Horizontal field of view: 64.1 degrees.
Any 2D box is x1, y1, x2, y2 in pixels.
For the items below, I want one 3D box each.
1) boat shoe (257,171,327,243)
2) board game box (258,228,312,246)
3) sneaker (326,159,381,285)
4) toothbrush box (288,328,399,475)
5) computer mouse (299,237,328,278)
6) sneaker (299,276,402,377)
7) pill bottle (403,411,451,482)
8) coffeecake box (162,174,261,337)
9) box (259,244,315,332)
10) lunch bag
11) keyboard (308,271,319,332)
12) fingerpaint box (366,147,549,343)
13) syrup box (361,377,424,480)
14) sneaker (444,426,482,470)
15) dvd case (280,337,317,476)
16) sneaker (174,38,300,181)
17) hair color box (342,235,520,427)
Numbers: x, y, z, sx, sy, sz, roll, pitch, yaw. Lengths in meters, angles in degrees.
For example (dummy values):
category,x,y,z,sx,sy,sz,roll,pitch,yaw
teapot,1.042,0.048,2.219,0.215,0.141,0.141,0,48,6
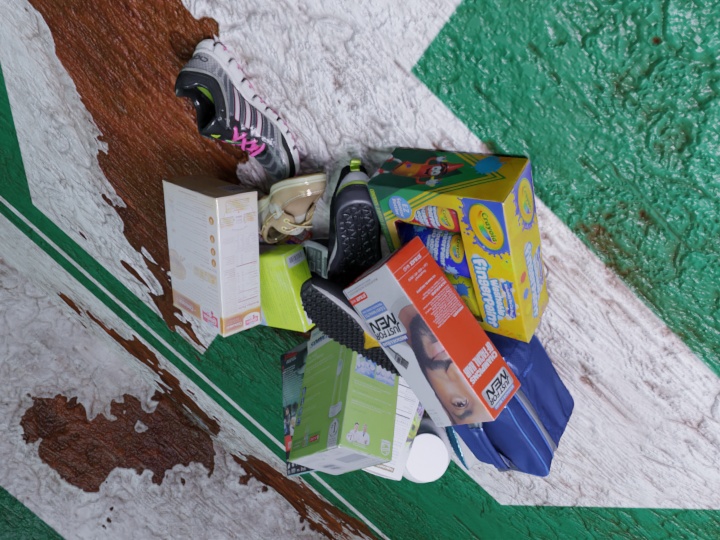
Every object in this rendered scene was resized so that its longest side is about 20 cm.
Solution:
category,x,y,z,sx,sy,sz,roll,pitch,yaw
boat shoe,-0.092,-0.082,0.787,0.199,0.073,0.068,-18,86,65
board game box,-0.169,-0.044,0.960,0.197,0.047,0.153,30,148,15
sneaker,-0.006,-0.052,0.739,0.070,0.084,0.202,0,139,-9
toothbrush box,-0.018,0.167,0.809,0.085,0.204,0.145,23,145,-25
computer mouse,0.000,0.000,0.840,0.197,0.044,0.111,28,145,14
sneaker,0.013,0.055,0.747,0.198,0.091,0.070,35,142,-15
pill bottle,0.099,0.299,0.991,0.104,0.105,0.200,38,175,1
coffeecake box,-0.222,-0.027,0.861,0.152,0.072,0.205,20,117,41
box,-0.151,0.024,0.906,0.197,0.047,0.125,2,114,45
lunch bag,0.192,0.188,0.785,0.134,0.133,0.201,-8,126,51
keyboard,-0.119,0.037,0.948,0.197,0.039,0.107,9,116,42
fingerpaint box,0.114,-0.027,0.649,0.164,0.074,0.202,14,141,36
syrup box,0.046,0.195,0.861,0.080,0.204,0.079,21,173,-16
sneaker,0.163,0.204,0.899,0.076,0.079,0.204,-146,36,-74
dvd case,-0.085,0.219,0.930,0.022,0.205,0.145,7,155,-34
sneaker,-0.159,-0.183,0.729,0.073,0.088,0.201,-8,126,51
hair color box,0.077,0.075,0.654,0.202,0.064,0.111,54,147,-3
